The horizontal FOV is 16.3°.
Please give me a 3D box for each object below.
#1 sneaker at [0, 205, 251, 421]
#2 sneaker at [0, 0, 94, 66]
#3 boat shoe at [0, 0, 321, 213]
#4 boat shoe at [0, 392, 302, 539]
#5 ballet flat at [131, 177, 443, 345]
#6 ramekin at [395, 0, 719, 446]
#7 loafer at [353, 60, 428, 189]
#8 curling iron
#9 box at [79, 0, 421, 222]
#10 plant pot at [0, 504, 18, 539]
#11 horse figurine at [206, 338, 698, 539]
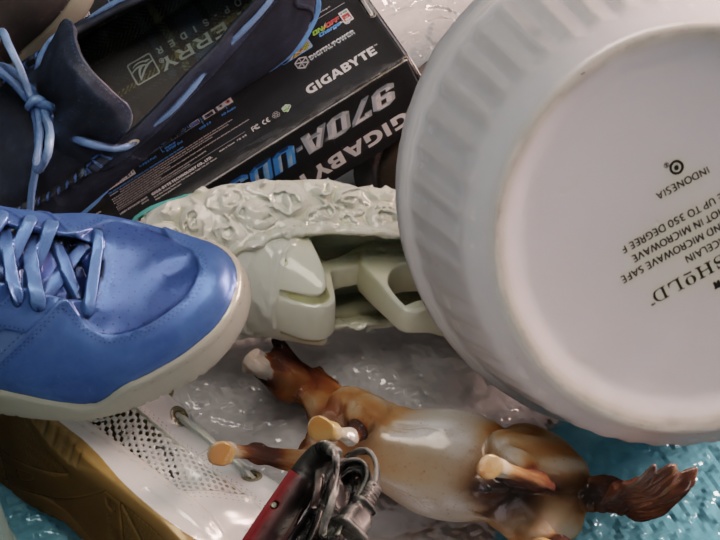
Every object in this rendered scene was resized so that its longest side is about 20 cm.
[{"bbox_3d":[-0.147,-0.003,0.932,0.199,0.111,0.077,-1,57,14],"label":"sneaker"},{"bbox_3d":[-0.214,-0.091,1.064,0.200,0.106,0.075,-47,50,10],"label":"sneaker"},{"bbox_3d":[-0.112,-0.080,1.028,0.200,0.069,0.084,-40,76,-5],"label":"boat shoe"},{"bbox_3d":[-0.103,0.061,1.005,0.069,0.071,0.200,-32,57,-33],"label":"boat shoe"},{"bbox_3d":[0.000,0.000,1.033,0.199,0.072,0.072,-4,47,-12],"label":"ballet flat"},{"bbox_3d":[0.117,-0.026,0.965,0.201,0.203,0.094,-9,15,-6],"label":"ramekin"},{"bbox_3d":[0.082,-0.086,1.124,0.071,0.073,0.200,22,61,37],"label":"loafer"},{"bbox_3d":[-0.059,0.142,0.892,0.200,0.026,0.050,-52,21,-1],"label":"curling iron"},{"bbox_3d":[-0.089,-0.078,1.102,0.199,0.046,0.159,-33,52,-1],"label":"box"},{"bbox_3d":[-0.204,0.106,0.877,0.199,0.197,0.201,-1,48,1],"label":"plant pot"},{"bbox_3d":[0.032,0.074,0.971,0.199,0.132,0.050,13,94,14],"label":"horse figurine"}]
